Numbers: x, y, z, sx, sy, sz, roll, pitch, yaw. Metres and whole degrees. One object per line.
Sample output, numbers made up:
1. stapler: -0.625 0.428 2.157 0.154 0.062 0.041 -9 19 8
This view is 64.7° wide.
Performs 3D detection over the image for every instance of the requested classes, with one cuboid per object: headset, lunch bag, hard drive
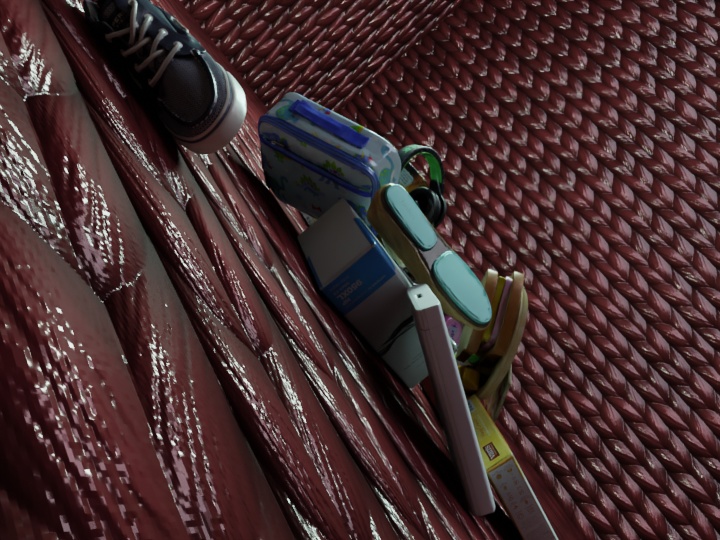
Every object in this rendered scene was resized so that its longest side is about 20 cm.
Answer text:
1. headset: 0.087 -0.083 0.860 0.122 0.205 0.093 -15 28 -42
2. lunch bag: -0.045 -0.138 0.769 0.197 0.083 0.162 30 -29 14
3. hard drive: 0.088 0.123 0.584 0.132 0.026 0.205 -89 163 -83

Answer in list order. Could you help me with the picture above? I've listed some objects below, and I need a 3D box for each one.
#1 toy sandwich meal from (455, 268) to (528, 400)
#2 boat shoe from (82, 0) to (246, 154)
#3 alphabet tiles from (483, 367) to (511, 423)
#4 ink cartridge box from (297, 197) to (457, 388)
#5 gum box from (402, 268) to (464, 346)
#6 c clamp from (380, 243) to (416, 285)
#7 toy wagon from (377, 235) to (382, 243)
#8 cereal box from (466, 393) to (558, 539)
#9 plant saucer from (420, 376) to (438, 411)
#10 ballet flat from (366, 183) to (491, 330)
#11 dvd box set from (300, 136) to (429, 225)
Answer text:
1. toy sandwich meal: 0.162 0.085 0.777 0.069 0.209 0.205 22 6 -2
2. boat shoe: -0.171 -0.174 0.471 0.200 0.075 0.092 46 6 39
3. alphabet tiles: 0.207 0.138 0.846 0.168 0.006 0.203 -74 172 -45
4. ink cartridge box: 0.021 0.029 0.716 0.201 0.084 0.145 50 5 -31
5. gum box: 0.104 0.047 1.005 0.112 0.066 0.203 4 -56 55
6. c clamp: 0.090 0.020 0.812 0.171 0.027 0.199 48 -11 -16
7. toy wagon: 0.030 -0.080 1.044 0.155 0.198 0.040 41 40 -23
8. cereal box: 0.184 0.266 0.681 0.203 0.039 0.144 60 2 -15
9. plant saucer: 0.147 0.213 0.926 0.201 0.036 0.201 51 5 -24
10. ballet flat: 0.078 -0.010 0.667 0.068 0.063 0.202 -27 79 -40
11. dvd box set: 0.001 -0.122 0.962 0.147 0.199 0.029 55 4 39
